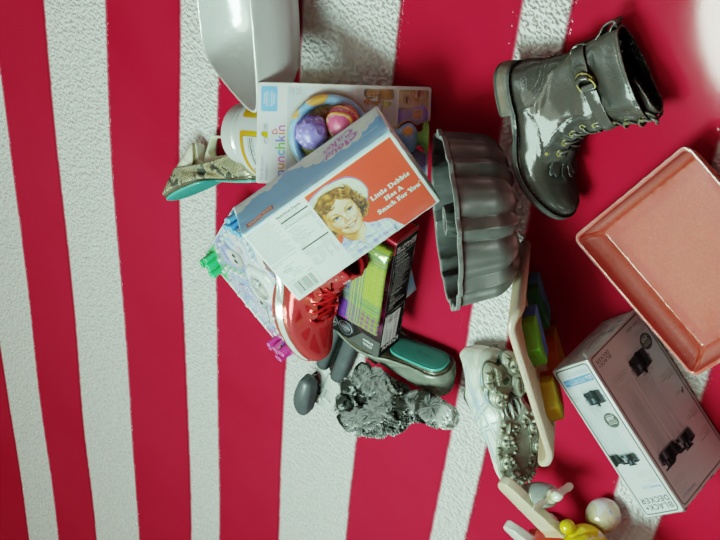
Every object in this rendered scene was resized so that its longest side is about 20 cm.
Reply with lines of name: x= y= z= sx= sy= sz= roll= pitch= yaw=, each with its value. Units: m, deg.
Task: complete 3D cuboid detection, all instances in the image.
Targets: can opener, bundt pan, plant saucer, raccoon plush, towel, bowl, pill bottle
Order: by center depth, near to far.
plant saucer: x=0.347 y=-0.011 z=1.371 sx=0.200 sy=0.037 sz=0.200 roll=49 pitch=142 yaw=3
bundt pan: x=0.128 y=-0.058 z=1.465 sx=0.202 sy=0.075 sz=0.203 roll=174 pitch=90 yaw=-86
bowl: x=-0.130 y=-0.309 z=1.560 sx=0.200 sy=0.074 sz=0.201 roll=49 pitch=150 yaw=48
pill bottle: x=-0.078 y=-0.164 z=1.630 sx=0.199 sy=0.109 sz=0.110 roll=9 pitch=125 yaw=42
towel: x=-0.046 y=-0.019 z=1.643 sx=0.199 sy=0.023 sz=0.144 roll=31 pitch=135 yaw=25
raccoon plush: x=0.055 y=0.199 z=1.768 sx=0.199 sy=0.097 sz=0.134 roll=24 pitch=173 yaw=32
can opener: x=-0.047 y=0.140 z=1.872 sx=0.053 sy=0.067 sz=0.201 roll=39 pitch=141 yaw=15

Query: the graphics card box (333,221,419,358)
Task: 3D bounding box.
graphics card box: x=0.000 y=0.000 z=1.667 sx=0.125 sy=0.051 sz=0.201 roll=32 pitch=138 yaw=24

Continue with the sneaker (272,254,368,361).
sneaker: x=-0.045 y=0.029 z=1.599 sx=0.115 sy=0.078 sz=0.201 roll=12 pitch=127 yaw=41

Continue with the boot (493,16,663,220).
boot: x=0.232 y=-0.148 z=1.358 sx=0.173 sy=0.069 sz=0.201 roll=-5 pitch=116 yaw=46

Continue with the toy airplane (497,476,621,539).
toy airplane: x=0.270 y=0.341 z=1.672 sx=0.199 sy=0.141 sz=0.200 roll=42 pitch=179 yaw=30

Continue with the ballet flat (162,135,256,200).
ballet flat: x=-0.200 y=-0.146 z=1.820 sx=0.199 sy=0.068 sz=0.076 roll=-8 pitch=91 yaw=43

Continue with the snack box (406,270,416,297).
snack box: x=-0.023 y=-0.032 z=1.736 sx=0.199 sy=0.037 sz=0.117 roll=11 pitch=127 yaw=40

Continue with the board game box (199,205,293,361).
board game box: x=-0.143 y=0.025 z=1.883 sx=0.200 sy=0.026 sz=0.200 roll=50 pitch=154 yaw=3

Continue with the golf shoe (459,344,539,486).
golf shoe: x=0.176 y=0.181 z=1.688 sx=0.097 sy=0.078 sz=0.201 roll=24 pitch=131 yaw=56

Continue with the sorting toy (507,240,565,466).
sorting toy: x=0.203 y=0.090 z=1.503 sx=0.036 sy=0.185 sz=0.201 roll=-8 pitch=115 yaw=14

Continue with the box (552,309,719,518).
box: x=0.313 y=0.159 z=1.476 sx=0.201 sy=0.117 sz=0.060 roll=55 pitch=142 yaw=-5

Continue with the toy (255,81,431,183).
toy: x=-0.017 y=-0.152 z=1.507 sx=0.047 sy=0.198 sz=0.116 roll=-123 pitch=34 yaw=-75

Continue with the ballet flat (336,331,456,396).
ballet flat: x=0.040 y=0.109 z=1.761 sx=0.199 sy=0.067 sz=0.064 roll=28 pitch=143 yaw=29

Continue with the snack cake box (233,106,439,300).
snack cake box: x=-0.027 y=-0.074 z=1.478 sx=0.115 sy=0.199 sz=0.067 roll=51 pitch=-172 yaw=-33
